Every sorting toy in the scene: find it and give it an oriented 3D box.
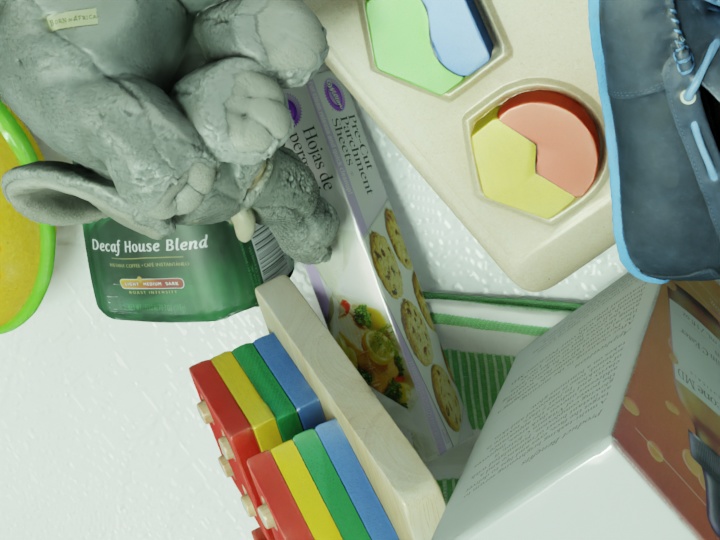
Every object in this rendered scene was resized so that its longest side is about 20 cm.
[{"bbox_3d":[-0.008,0.138,0.957,0.199,0.069,0.201,51,162,54],"label":"sorting toy"},{"bbox_3d":[0.086,-0.102,0.848,0.185,0.037,0.200,-36,109,23],"label":"sorting toy"}]

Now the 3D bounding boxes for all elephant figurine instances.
[{"bbox_3d":[-0.092,-0.063,0.867,0.156,0.141,0.200,57,164,8],"label":"elephant figurine"}]

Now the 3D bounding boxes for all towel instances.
[{"bbox_3d":[0.094,0.108,1.012,0.152,0.023,0.201,3,113,28],"label":"towel"}]

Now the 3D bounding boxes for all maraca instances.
[{"bbox_3d":[-0.230,-0.056,1.071,0.136,0.107,0.201,1,113,22],"label":"maraca"}]

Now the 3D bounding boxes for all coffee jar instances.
[{"bbox_3d":[-0.103,-0.078,1.001,0.104,0.085,0.201,0,111,30],"label":"coffee jar"}]

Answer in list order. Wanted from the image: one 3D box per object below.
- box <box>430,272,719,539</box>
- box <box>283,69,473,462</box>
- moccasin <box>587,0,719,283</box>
[{"bbox_3d":[0.134,0.106,0.860,0.106,0.200,0.152,-38,99,28],"label":"box"},{"bbox_3d":[0.000,0.000,0.983,0.039,0.041,0.201,-20,90,31],"label":"box"},{"bbox_3d":[0.136,-0.087,0.794,0.068,0.081,0.201,5,130,23],"label":"moccasin"}]
